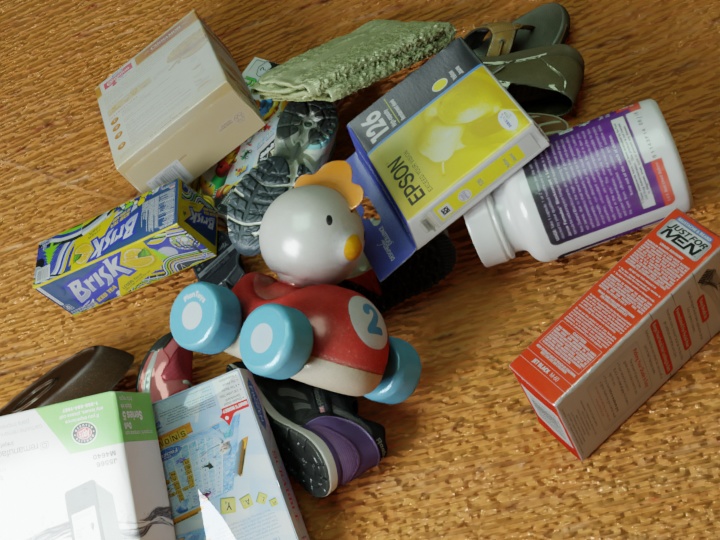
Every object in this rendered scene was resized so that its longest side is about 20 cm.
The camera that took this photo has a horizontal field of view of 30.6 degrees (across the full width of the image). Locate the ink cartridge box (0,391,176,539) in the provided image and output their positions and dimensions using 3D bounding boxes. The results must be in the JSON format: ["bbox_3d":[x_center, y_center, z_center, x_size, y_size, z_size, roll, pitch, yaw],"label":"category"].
[{"bbox_3d":[-0.244,0.216,1.135,0.145,0.084,0.200,-14,81,11],"label":"ink cartridge box"}]

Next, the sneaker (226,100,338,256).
[{"bbox_3d":[-0.072,-0.083,1.371,0.077,0.086,0.200,19,57,16],"label":"sneaker"}]

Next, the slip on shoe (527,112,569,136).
[{"bbox_3d":[0.115,-0.101,1.317,0.200,0.061,0.076,-17,33,10],"label":"slip on shoe"}]

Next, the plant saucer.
[{"bbox_3d":[-0.311,0.134,1.290,0.200,0.035,0.200,-35,12,9],"label":"plant saucer"}]

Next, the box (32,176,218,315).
[{"bbox_3d":[-0.250,-0.023,1.399,0.200,0.070,0.064,-21,50,25],"label":"box"}]

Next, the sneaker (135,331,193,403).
[{"bbox_3d":[-0.171,0.156,1.274,0.087,0.074,0.201,-1,64,13],"label":"sneaker"}]

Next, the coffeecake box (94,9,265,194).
[{"bbox_3d":[-0.206,-0.185,1.473,0.153,0.073,0.200,-37,37,8],"label":"coffeecake box"}]

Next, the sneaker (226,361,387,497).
[{"bbox_3d":[-0.051,0.139,1.234,0.087,0.076,0.200,-20,35,-29],"label":"sneaker"}]

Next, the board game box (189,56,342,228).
[{"bbox_3d":[-0.122,-0.143,1.468,0.126,0.035,0.200,21,68,35],"label":"board game box"}]

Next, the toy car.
[{"bbox_3d":[-0.036,-0.002,1.167,0.177,0.184,0.200,15,88,41],"label":"toy car"}]

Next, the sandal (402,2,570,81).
[{"bbox_3d":[0.129,-0.232,1.402,0.200,0.055,0.082,-21,52,10],"label":"sandal"}]

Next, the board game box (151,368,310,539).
[{"bbox_3d":[-0.160,0.216,1.182,0.200,0.041,0.200,-22,78,9],"label":"board game box"}]

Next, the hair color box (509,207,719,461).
[{"bbox_3d":[0.229,0.055,1.123,0.200,0.111,0.064,-41,51,-7],"label":"hair color box"}]

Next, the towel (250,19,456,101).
[{"bbox_3d":[-0.008,-0.226,1.405,0.200,0.037,0.148,-28,23,-28],"label":"towel"}]

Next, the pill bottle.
[{"bbox_3d":[0.197,-0.074,1.226,0.200,0.111,0.112,-20,52,10],"label":"pill bottle"}]

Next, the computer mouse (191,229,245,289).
[{"bbox_3d":[-0.126,0.027,1.345,0.059,0.034,0.200,-38,45,9],"label":"computer mouse"}]

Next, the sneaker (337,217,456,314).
[{"bbox_3d":[0.000,0.000,1.306,0.199,0.070,0.093,-27,28,12],"label":"sneaker"}]

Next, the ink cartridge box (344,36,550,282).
[{"bbox_3d":[0.058,-0.113,1.257,0.200,0.047,0.198,-37,38,6],"label":"ink cartridge box"}]

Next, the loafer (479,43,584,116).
[{"bbox_3d":[0.133,-0.178,1.350,0.200,0.076,0.068,-16,46,14],"label":"loafer"}]
